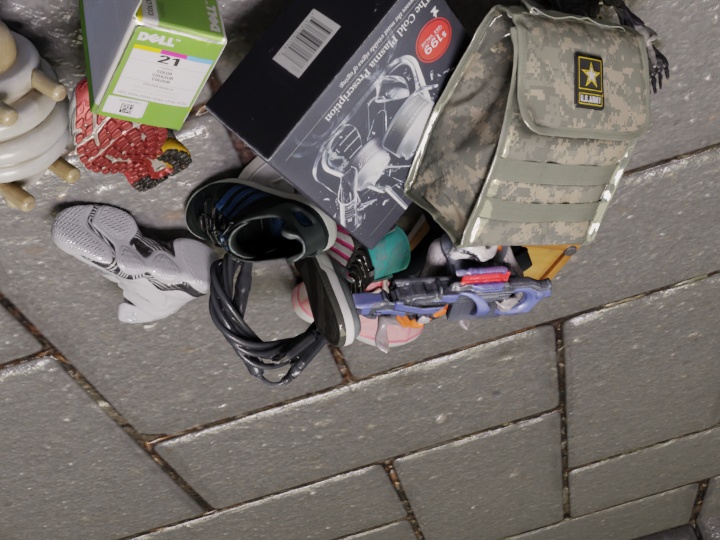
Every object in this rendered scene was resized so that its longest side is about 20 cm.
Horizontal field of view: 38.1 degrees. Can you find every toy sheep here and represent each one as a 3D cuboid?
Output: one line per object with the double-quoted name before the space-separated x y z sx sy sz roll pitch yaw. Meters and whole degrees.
"toy sheep" -0.305 -0.126 0.875 0.137 0.138 0.201 -5 135 -16

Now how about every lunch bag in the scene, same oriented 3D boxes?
"lunch bag" 0.155 -0.127 0.904 0.163 0.118 0.201 -2 124 -35

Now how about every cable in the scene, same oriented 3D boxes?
"cable" -0.085 0.020 1.183 0.163 0.200 0.051 50 151 -15

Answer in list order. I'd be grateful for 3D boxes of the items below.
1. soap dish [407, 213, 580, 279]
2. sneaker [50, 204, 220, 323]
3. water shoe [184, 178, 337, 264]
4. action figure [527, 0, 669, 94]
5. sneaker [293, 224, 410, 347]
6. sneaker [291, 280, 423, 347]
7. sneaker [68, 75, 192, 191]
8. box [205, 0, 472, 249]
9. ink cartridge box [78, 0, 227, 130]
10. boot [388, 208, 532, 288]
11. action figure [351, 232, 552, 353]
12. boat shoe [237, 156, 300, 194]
"soap dish" 0.160 -0.027 1.273 0.198 0.082 0.158 4 143 -26
"sneaker" -0.259 0.001 1.141 0.199 0.076 0.115 19 139 -35
"water shoe" -0.119 -0.049 1.056 0.199 0.072 0.079 4 -156 36
"action figure" 0.229 -0.210 1.005 0.119 0.103 0.199 -33 147 29
"sneaker" 0.000 0.000 1.103 0.120 0.201 0.084 -7 131 -15
"sneaker" 0.021 0.037 1.315 0.199 0.076 0.105 15 142 -33
"sneaker" -0.213 -0.130 0.910 0.077 0.083 0.200 -31 171 -3
"box" 0.001 -0.153 0.919 0.200 0.104 0.182 -51 143 2
"ink cartridge box" -0.142 -0.227 0.773 0.075 0.149 0.200 7 141 -31
"boot" 0.084 -0.064 1.135 0.076 0.169 0.199 -27 -172 -40
"action figure" 0.070 0.009 1.012 0.198 0.105 0.194 0 150 -23
"boat shoe" -0.062 -0.094 1.087 0.199 0.069 0.072 -34 143 27
